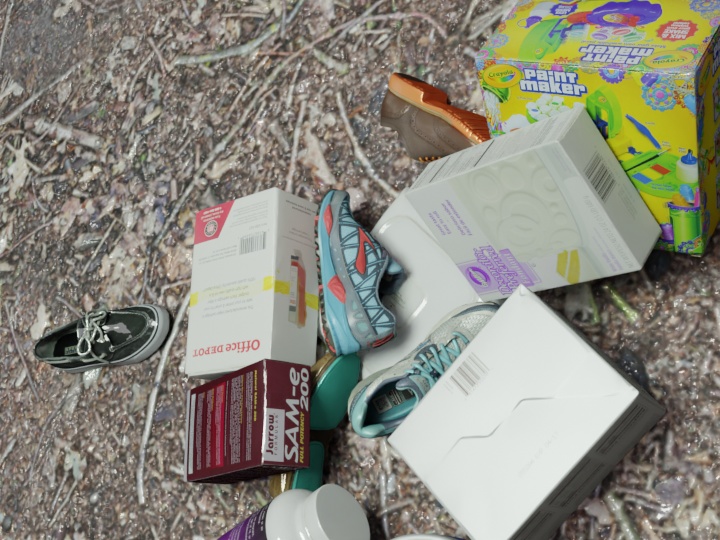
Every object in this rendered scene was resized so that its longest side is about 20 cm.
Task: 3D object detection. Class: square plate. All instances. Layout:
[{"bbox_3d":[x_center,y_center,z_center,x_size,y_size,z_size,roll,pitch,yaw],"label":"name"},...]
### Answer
[{"bbox_3d":[0.046,0.037,1.105,0.199,0.028,0.200,-50,57,8],"label":"square plate"}]

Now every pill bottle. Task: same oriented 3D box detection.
[{"bbox_3d":[-0.085,0.301,1.037,0.199,0.112,0.114,-40,59,28],"label":"pill bottle"}]

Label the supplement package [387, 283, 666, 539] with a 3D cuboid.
[{"bbox_3d":[0.156,0.147,0.956,0.201,0.111,0.156,-50,58,8],"label":"supplement package"}]

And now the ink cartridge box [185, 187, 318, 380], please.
[{"bbox_3d":[-0.124,0.024,1.167,0.144,0.083,0.203,-11,70,39],"label":"ink cartridge box"}]

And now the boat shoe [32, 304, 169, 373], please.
[{"bbox_3d":[-0.338,0.084,1.299,0.197,0.068,0.075,-11,70,28],"label":"boat shoe"}]

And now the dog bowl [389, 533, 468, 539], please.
[{"bbox_3d":[0.072,0.357,0.963,0.197,0.079,0.203,-9,71,28],"label":"dog bowl"}]

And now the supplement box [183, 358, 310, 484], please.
[{"bbox_3d":[-0.127,0.170,1.102,0.199,0.060,0.111,-25,60,54],"label":"supplement box"}]

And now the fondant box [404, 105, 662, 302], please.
[{"bbox_3d":[0.157,-0.054,0.938,0.199,0.145,0.058,-14,30,51],"label":"fondant box"}]

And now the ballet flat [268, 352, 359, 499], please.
[{"bbox_3d":[-0.060,0.171,1.107,0.072,0.067,0.203,21,99,47],"label":"ballet flat"}]

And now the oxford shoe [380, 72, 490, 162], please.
[{"bbox_3d":[0.097,-0.146,1.116,0.200,0.071,0.074,42,118,37],"label":"oxford shoe"}]

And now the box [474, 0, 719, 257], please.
[{"bbox_3d":[0.232,-0.139,0.928,0.198,0.194,0.122,13,49,32],"label":"box"}]

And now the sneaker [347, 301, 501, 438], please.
[{"bbox_3d":[0.072,0.109,1.014,0.199,0.086,0.078,-39,91,8],"label":"sneaker"}]

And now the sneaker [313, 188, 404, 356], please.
[{"bbox_3d":[0.000,0.000,1.097,0.094,0.080,0.203,-5,61,-1],"label":"sneaker"}]
